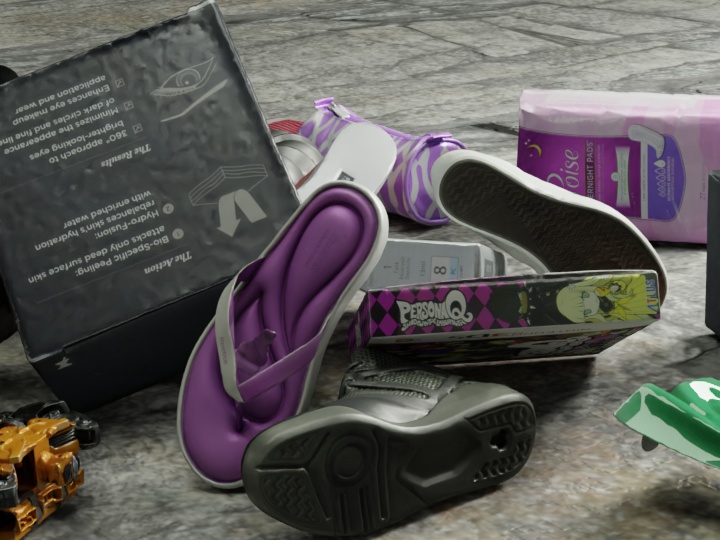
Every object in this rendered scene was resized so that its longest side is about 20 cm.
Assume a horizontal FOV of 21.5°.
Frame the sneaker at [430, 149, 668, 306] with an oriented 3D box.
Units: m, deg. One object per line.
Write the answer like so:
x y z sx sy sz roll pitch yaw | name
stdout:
0.139 -0.034 1.397 0.199 0.073 0.085 33 7 -14 | sneaker

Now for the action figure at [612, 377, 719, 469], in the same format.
0.252 0.116 1.062 0.118 0.055 0.199 -16 29 -39 | action figure

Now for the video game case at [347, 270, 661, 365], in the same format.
0.086 0.034 1.237 0.180 0.036 0.200 -3 -8 -5 | video game case

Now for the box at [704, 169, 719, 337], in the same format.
0.353 -0.011 1.328 0.198 0.123 0.106 -7 19 -12 | box

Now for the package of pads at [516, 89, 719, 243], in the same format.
0.229 -0.088 1.592 0.199 0.121 0.076 4 19 18 | package of pads

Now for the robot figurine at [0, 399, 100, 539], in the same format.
-0.253 0.116 1.127 0.199 0.059 0.145 4 19 22 | robot figurine

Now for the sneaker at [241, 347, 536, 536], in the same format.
-0.003 0.099 1.121 0.198 0.077 0.114 -13 18 -37 | sneaker

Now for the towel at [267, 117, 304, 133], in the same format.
-0.083 -0.126 1.919 0.143 0.023 0.200 -13 21 -33 | towel

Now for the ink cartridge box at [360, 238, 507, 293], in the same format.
0.000 0.000 1.380 0.198 0.048 0.160 3 -1 11 | ink cartridge box

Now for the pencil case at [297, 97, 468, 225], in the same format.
0.020 -0.100 1.718 0.083 0.086 0.200 -7 18 -35 | pencil case

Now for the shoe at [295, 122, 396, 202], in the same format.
-0.041 -0.030 1.549 0.071 0.091 0.200 34 54 4 | shoe

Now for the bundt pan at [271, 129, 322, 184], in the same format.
-0.117 -0.078 1.685 0.200 0.076 0.202 -2 17 1 | bundt pan

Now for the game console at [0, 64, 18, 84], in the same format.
-0.312 -0.099 1.464 0.199 0.117 0.175 -12 8 -35 | game console

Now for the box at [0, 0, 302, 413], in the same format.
-0.146 -0.040 1.262 0.196 0.201 0.118 -22 -24 -5 | box

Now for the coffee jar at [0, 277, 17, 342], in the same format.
-0.325 0.034 1.278 0.085 0.105 0.199 12 31 43 | coffee jar

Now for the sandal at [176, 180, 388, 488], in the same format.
-0.055 0.032 1.146 0.082 0.204 0.050 25 -5 17 | sandal
